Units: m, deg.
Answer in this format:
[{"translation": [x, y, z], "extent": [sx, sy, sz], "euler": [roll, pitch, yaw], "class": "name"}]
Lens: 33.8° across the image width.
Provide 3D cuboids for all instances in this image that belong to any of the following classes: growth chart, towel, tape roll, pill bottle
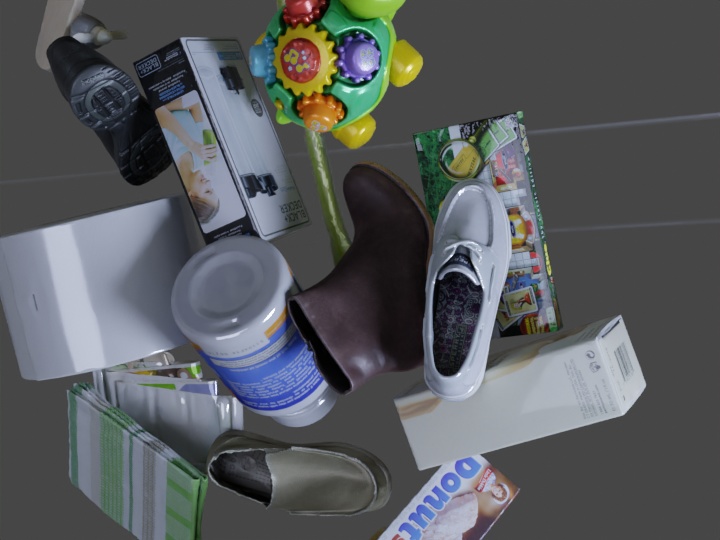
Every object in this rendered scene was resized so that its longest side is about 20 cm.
[{"translation": [-0.207, 0.153, 1.272], "extent": [0.199, 0.018, 0.146], "euler": [10, 105, 22], "class": "growth chart"}, {"translation": [-0.238, 0.221, 1.261], "extent": [0.199, 0.031, 0.150], "euler": [30, 130, 28], "class": "towel"}, {"translation": [-0.250, 0.012, 1.161], "extent": [0.202, 0.202, 0.140], "euler": [-10, 96, 26], "class": "tape roll"}, {"translation": [-0.087, 0.066, 1.097], "extent": [0.111, 0.200, 0.113], "euler": [-9, 54, 13], "class": "pill bottle"}]

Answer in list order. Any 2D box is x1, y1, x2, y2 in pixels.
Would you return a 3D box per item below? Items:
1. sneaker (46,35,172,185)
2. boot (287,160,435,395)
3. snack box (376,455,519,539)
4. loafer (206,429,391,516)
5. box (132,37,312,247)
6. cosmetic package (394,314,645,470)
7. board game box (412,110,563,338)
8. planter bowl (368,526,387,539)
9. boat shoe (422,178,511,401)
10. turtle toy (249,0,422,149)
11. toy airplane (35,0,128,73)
[{"translation": [-0.235, -0.157, 1.141], "extent": [0.076, 0.200, 0.091], "euler": [-38, 62, -8], "class": "sneaker"}, {"translation": [0.000, 0.000, 1.052], "extent": [0.072, 0.166, 0.201], "euler": [-39, 75, 45], "class": "boot"}, {"translation": [0.062, 0.246, 1.077], "extent": [0.072, 0.200, 0.024], "euler": [39, 143, 12], "class": "snack box"}, {"translation": [-0.068, 0.211, 1.187], "extent": [0.199, 0.068, 0.076], "euler": [5, 103, 17], "class": "loafer"}, {"translation": [-0.128, -0.117, 1.125], "extent": [0.060, 0.117, 0.201], "euler": [-21, 91, 24], "class": "box"}, {"translation": [0.142, 0.109, 1.057], "extent": [0.199, 0.105, 0.071], "euler": [-20, 91, 25], "class": "cosmetic package"}, {"translation": [0.116, -0.037, 1.083], "extent": [0.104, 0.023, 0.201], "euler": [-9, 97, 28], "class": "board game box"}, {"translation": [0.007, 0.353, 1.130], "extent": [0.083, 0.201, 0.201], "euler": [31, 113, 0], "class": "planter bowl"}, {"translation": [0.085, 0.008, 1.011], "extent": [0.072, 0.069, 0.201], "euler": [12, 73, 11], "class": "boat shoe"}, {"translation": [-0.022, -0.209, 1.064], "extent": [0.146, 0.101, 0.200], "euler": [43, 115, 10], "class": "turtle toy"}, {"translation": [-0.257, -0.315, 1.145], "extent": [0.200, 0.141, 0.200], "euler": [-44, 44, 34], "class": "toy airplane"}]
